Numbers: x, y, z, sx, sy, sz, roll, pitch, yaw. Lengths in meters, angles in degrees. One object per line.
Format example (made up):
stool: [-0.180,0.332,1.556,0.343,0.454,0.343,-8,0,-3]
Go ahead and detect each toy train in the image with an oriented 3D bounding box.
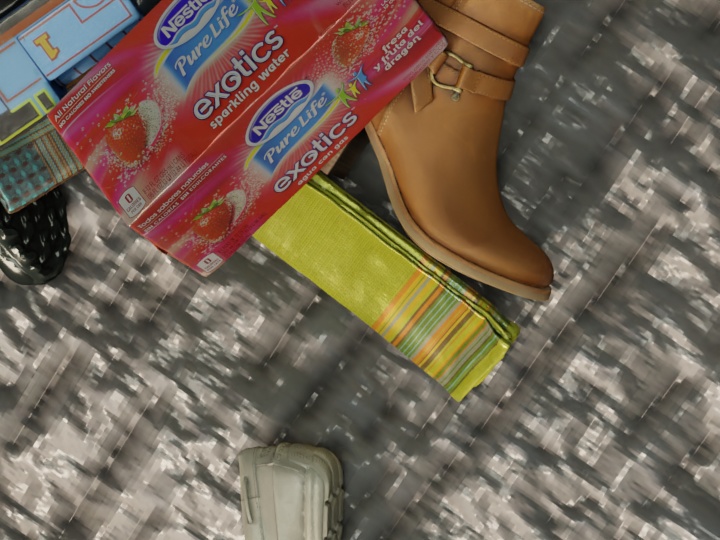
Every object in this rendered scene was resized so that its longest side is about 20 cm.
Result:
toy train: [-0.181,-0.154,1.000,0.199,0.087,0.115,-34,112,3]

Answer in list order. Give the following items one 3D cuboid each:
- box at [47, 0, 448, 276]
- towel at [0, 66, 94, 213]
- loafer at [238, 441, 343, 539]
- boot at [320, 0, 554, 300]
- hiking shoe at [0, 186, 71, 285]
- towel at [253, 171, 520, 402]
box: [-0.063,-0.108,0.991,0.200,0.095,0.100,-43,60,5]
towel: [-0.208,-0.155,1.074,0.146,0.022,0.201,-33,91,-13]
loafer: [-0.051,0.208,1.106,0.069,0.070,0.202,3,91,14]
boot: [0.066,-0.090,1.042,0.199,0.074,0.155,36,98,0]
hiking shoe: [-0.261,-0.069,1.109,0.086,0.074,0.201,-32,97,40]
towel: [0.000,0.000,1.067,0.199,0.018,0.086,38,142,3]
